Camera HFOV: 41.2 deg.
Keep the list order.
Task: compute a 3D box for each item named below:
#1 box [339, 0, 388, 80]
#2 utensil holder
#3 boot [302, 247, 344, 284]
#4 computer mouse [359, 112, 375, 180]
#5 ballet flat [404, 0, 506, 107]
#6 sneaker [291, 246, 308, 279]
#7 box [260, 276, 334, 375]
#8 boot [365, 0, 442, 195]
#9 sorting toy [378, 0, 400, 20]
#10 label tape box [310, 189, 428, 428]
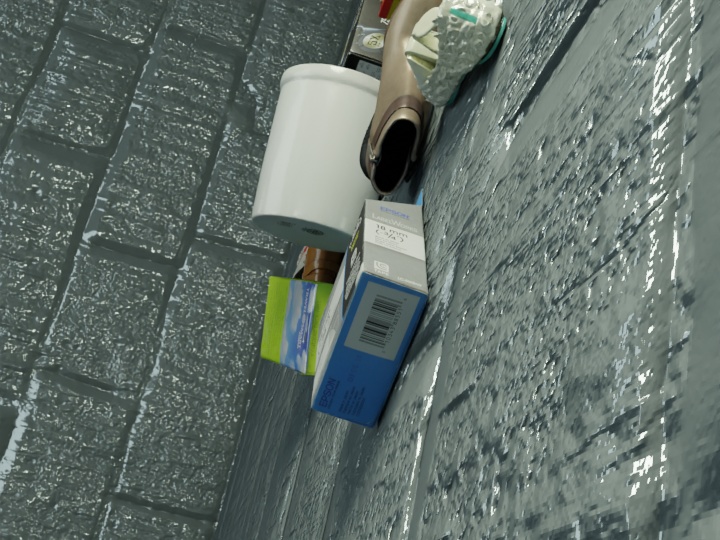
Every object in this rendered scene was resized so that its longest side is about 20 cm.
[{"bbox_3d":[0.018,-0.349,1.539,0.200,0.085,0.166,122,163,-66],"label":"box"},{"bbox_3d":[-0.045,-0.142,1.261,0.170,0.168,0.203,139,144,-77],"label":"utensil holder"},{"bbox_3d":[-0.054,-0.029,1.400,0.201,0.076,0.157,115,171,-60],"label":"boot"},{"bbox_3d":[0.049,-0.193,1.118,0.034,0.058,0.202,-9,59,57],"label":"computer mouse"},{"bbox_3d":[0.075,-0.201,0.855,0.200,0.071,0.073,146,140,-80],"label":"ballet flat"},{"bbox_3d":[-0.077,0.013,1.552,0.108,0.066,0.203,116,171,-58],"label":"sneaker"},{"bbox_3d":[-0.084,0.074,1.320,0.200,0.047,0.124,-175,92,-67],"label":"box"},{"bbox_3d":[0.049,-0.180,0.987,0.147,0.069,0.202,-81,1,-58],"label":"boot"},{"bbox_3d":[0.088,-0.448,1.288,0.200,0.069,0.201,118,166,-61],"label":"sorting toy"},{"bbox_3d":[0.008,0.020,0.871,0.201,0.062,0.146,-87,16,-61],"label":"label tape box"}]
